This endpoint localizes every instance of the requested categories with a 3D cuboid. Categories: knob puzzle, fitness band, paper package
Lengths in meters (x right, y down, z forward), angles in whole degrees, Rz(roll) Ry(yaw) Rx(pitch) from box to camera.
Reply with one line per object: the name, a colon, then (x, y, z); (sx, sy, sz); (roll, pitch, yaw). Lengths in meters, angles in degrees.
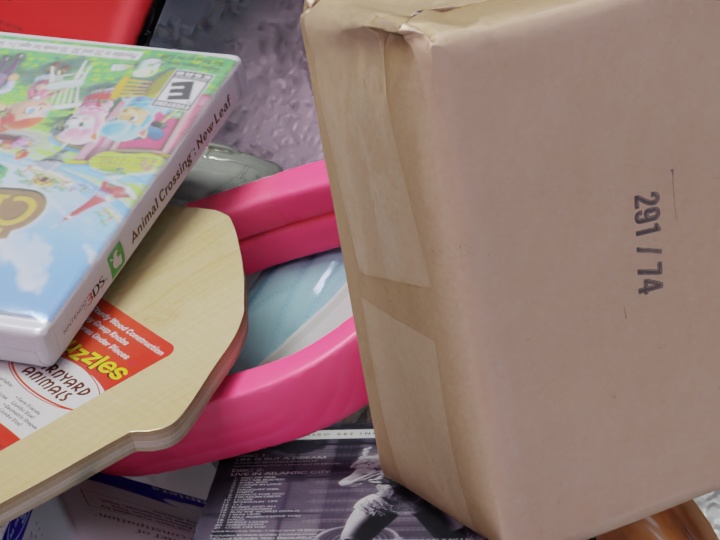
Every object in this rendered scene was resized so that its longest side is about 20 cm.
knob puzzle: (-0.129, 0.033, 1.176); (0.220, 0.030, 0.220); (-7, 33, 5)
fitness band: (-0.043, 0.019, 1.203); (0.200, 0.037, 0.144); (-17, 35, 33)
paper package: (0.093, -0.022, 1.084); (0.191, 0.200, 0.103); (-17, 20, -23)

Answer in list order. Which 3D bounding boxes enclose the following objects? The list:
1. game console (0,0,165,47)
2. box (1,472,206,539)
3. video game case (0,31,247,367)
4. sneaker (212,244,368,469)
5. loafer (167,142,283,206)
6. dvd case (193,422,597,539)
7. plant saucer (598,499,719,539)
game console: (-0.149, -0.129, 1.382); (0.200, 0.119, 0.172); (21, 91, 31)
box: (-0.097, 0.191, 1.147); (0.184, 0.105, 0.200); (-69, 18, 7)
video game case: (-0.172, -0.039, 1.231); (0.200, 0.022, 0.182); (8, 43, 25)
sneaker: (0.000, 0.000, 1.273); (0.200, 0.074, 0.082); (-38, 55, 2)
loafer: (-0.125, -0.035, 1.355); (0.200, 0.070, 0.070); (11, 46, 30)
dvd case: (0.014, 0.095, 1.109); (0.149, 0.200, 0.016); (-1, 106, 4)
plant saucer: (0.063, 0.161, 1.201); (0.200, 0.037, 0.200); (-9, 68, 22)
